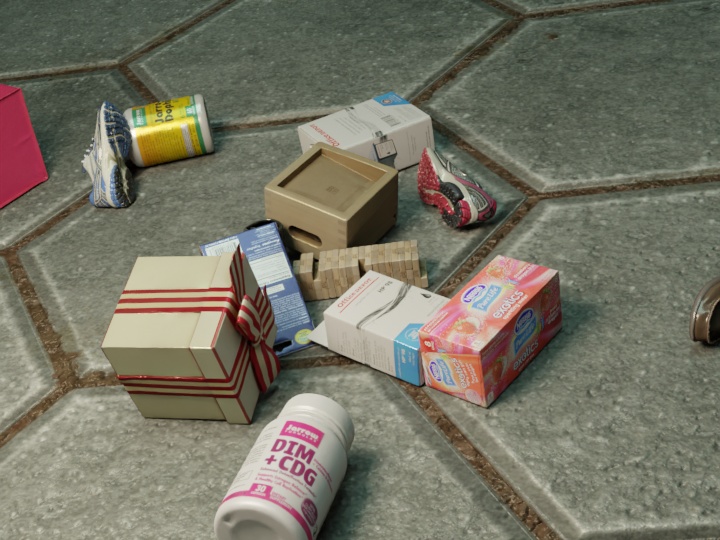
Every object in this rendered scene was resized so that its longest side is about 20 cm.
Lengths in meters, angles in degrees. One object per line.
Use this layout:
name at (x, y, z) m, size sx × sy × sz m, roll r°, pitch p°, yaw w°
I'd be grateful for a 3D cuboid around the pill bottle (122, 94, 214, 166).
pill bottle at (-0.381, -0.258, 2.213) m, size 0.198 × 0.114 × 0.113 m, roll -12°, pitch 33°, yaw -3°

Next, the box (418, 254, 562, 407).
box at (0.175, 0.076, 1.566) m, size 0.102 × 0.095 × 0.200 m, roll 17°, pitch 41°, yaw 36°

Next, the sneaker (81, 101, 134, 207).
sneaker at (-0.466, -0.207, 2.122) m, size 0.085 × 0.077 × 0.202 m, roll -12°, pitch 73°, yaw 22°

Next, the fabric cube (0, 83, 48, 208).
fabric cube at (-0.737, -0.227, 2.186) m, size 0.198 × 0.201 × 0.196 m, roll 15°, pitch 40°, yaw 31°

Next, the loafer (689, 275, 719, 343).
loafer at (0.510, 0.038, 1.550) m, size 0.199 × 0.074 × 0.071 m, roll -29°, pitch 36°, yaw -27°

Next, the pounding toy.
pounding toy at (-0.055, -0.103, 1.894) m, size 0.199 × 0.143 × 0.184 m, roll 22°, pitch 44°, yaw 24°

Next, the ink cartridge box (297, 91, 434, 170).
ink cartridge box at (0.010, -0.230, 2.087) m, size 0.199 × 0.086 × 0.146 m, roll -24°, pitch 35°, yaw -18°

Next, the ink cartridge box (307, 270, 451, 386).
ink cartridge box at (0.030, 0.071, 1.627) m, size 0.199 × 0.067 × 0.116 m, roll 20°, pitch 43°, yaw 31°

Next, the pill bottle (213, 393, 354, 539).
pill bottle at (-0.081, 0.242, 1.365) m, size 0.112 × 0.114 × 0.200 m, roll 3°, pitch 35°, yaw 19°

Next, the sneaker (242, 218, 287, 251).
sneaker at (-0.162, -0.004, 1.778) m, size 0.070 × 0.100 × 0.201 m, roll 3°, pitch 36°, yaw 16°

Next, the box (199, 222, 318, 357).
box at (-0.147, 0.038, 1.708) m, size 0.120 × 0.032 × 0.201 m, roll -17°, pitch 68°, yaw -12°

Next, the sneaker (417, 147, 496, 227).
sneaker at (0.149, -0.132, 1.919) m, size 0.074 × 0.081 × 0.200 m, roll -6°, pitch 38°, yaw -22°

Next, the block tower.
block tower at (0.000, 0.000, 1.767) m, size 0.198 × 0.058 × 0.054 m, roll -6°, pitch 33°, yaw 5°

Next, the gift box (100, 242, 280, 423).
gift box at (-0.210, 0.074, 1.565) m, size 0.185 × 0.185 × 0.201 m, roll 0°, pitch 53°, yaw 18°
